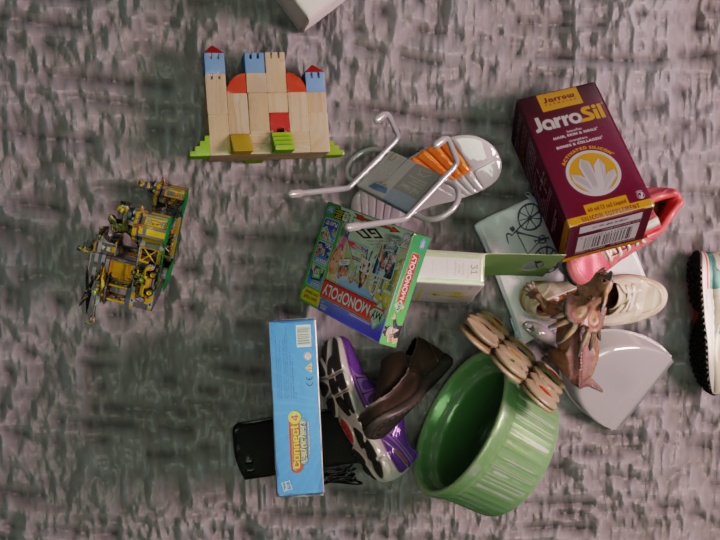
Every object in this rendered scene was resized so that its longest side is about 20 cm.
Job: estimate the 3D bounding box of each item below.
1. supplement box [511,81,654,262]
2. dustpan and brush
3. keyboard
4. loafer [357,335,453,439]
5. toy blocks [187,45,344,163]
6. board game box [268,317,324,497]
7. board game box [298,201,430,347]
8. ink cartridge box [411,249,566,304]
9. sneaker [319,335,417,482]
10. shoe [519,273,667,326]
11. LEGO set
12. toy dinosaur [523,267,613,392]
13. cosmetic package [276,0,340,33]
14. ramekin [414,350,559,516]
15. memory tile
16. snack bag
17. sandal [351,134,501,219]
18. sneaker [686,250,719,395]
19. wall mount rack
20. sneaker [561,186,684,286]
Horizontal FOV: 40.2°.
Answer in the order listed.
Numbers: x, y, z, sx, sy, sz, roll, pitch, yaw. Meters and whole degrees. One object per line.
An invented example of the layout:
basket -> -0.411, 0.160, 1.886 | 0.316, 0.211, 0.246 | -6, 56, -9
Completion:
supplement box -> 0.273, -0.125, 1.231 | 0.110, 0.086, 0.201 | -14, 60, -4
dustpan and brush -> 0.302, 0.120, 1.322 | 0.199, 0.057, 0.140 | 25, 110, -25
keyboard -> -0.068, 0.244, 1.318 | 0.198, 0.040, 0.105 | -7, 74, -4
loafer -> 0.045, 0.146, 1.253 | 0.071, 0.200, 0.073 | 44, 123, 7
toy blocks -> -0.120, -0.210, 1.231 | 0.198, 0.100, 0.138 | -3, 88, -15
board game box -> -0.081, 0.163, 1.201 | 0.055, 0.196, 0.202 | -3, 84, -6
board game box -> 0.000, 0.000, 1.212 | 0.029, 0.200, 0.136 | 15, 95, -35
ink cartridge box -> 0.145, 0.010, 1.241 | 0.198, 0.146, 0.048 | 4, 79, -1
sneaker -> 0.010, 0.176, 1.295 | 0.083, 0.081, 0.201 | -24, 87, -32
shoe -> 0.313, 0.043, 1.299 | 0.198, 0.053, 0.071 | -2, 99, -4
LEGO set -> -0.286, -0.037, 1.188 | 0.115, 0.200, 0.155 | 13, 115, -6
toy dinosaur -> 0.268, 0.087, 1.213 | 0.085, 0.136, 0.201 | -14, 112, -2
cosmetic package -> -0.064, -0.419, 1.170 | 0.165, 0.165, 0.200 | -39, 99, 0
ramekin -> 0.163, 0.213, 1.254 | 0.097, 0.200, 0.201 | 29, 93, -16
memory tile -> 0.194, 0.108, 1.231 | 0.153, 0.200, 0.017 | 44, 102, 9
snack bag -> 0.269, -0.022, 1.324 | 0.199, 0.021, 0.190 | -23, 99, -3
sandal -> 0.083, -0.121, 1.278 | 0.205, 0.059, 0.080 | -21, 104, 18
sneaker -> 0.500, 0.069, 1.334 | 0.093, 0.070, 0.201 | -5, 94, 0
wall mount rack -> 0.019, -0.108, 1.192 | 0.174, 0.200, 0.075 | -45, 134, -14
sneaker -> 0.337, -0.054, 1.263 | 0.200, 0.087, 0.074 | -38, 103, -24
